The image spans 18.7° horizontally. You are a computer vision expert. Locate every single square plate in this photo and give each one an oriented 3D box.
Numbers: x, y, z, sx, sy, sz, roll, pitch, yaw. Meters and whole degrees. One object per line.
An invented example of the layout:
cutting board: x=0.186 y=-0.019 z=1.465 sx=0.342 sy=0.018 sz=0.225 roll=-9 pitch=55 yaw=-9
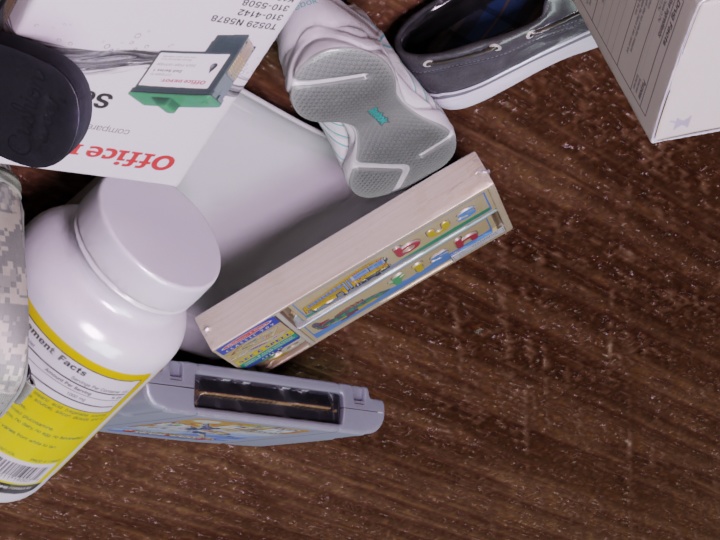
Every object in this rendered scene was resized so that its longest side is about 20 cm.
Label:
square plate: x=-0.092 y=-0.032 z=1.330 sx=0.198 sy=0.029 sz=0.200 roll=-41 pitch=142 yaw=23

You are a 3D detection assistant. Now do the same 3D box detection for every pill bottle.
pill bottle: x=-0.172 y=0.035 z=1.252 sx=0.112 sy=0.113 sz=0.200 roll=16 pitch=132 yaw=-43

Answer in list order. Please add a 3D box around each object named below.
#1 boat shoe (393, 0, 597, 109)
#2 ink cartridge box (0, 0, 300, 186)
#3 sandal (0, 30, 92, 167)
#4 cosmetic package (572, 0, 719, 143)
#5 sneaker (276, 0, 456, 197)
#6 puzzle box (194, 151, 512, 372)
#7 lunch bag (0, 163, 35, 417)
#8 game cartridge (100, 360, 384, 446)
boat shoe: x=0.106 y=-0.163 z=1.242 sx=0.199 sy=0.070 sz=0.066 roll=-26 pitch=148 yaw=18
ink cartridge box: x=-0.120 y=-0.142 z=1.114 sx=0.145 sy=0.085 sz=0.200 roll=6 pitch=136 yaw=-35
sandal: x=-0.228 y=-0.101 z=1.057 sx=0.199 sy=0.043 sz=0.077 roll=14 pitch=115 yaw=12
cosmetic package: x=0.152 y=-0.176 z=1.125 sx=0.073 sy=0.201 sz=0.104 roll=-11 pitch=145 yaw=-19
sneaker: x=0.001 y=-0.107 z=1.240 sx=0.070 sy=0.081 sz=0.200 roll=-25 pitch=153 yaw=6
puzzle box: x=0.000 y=0.000 z=1.361 sx=0.199 sy=0.026 sz=0.133 roll=-31 pitch=166 yaw=3
lunch bag: x=-0.276 y=-0.001 z=1.140 sx=0.199 sy=0.168 sz=0.140 roll=8 pitch=135 yaw=-37
game cartridge: x=-0.100 y=0.089 z=1.428 sx=0.199 sy=0.042 sz=0.133 roll=10 pitch=162 yaw=-41
